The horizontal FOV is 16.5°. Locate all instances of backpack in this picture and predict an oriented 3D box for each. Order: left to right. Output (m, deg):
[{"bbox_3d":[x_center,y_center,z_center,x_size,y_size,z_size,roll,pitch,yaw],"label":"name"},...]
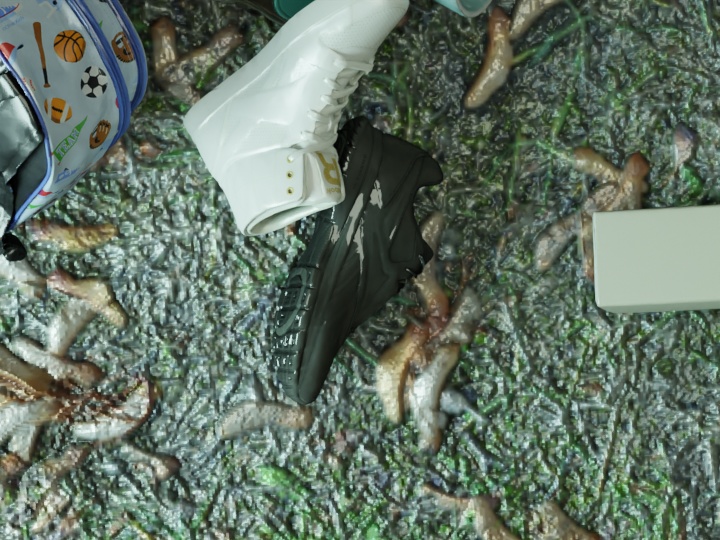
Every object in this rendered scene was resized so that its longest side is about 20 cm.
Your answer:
[{"bbox_3d":[-0.226,-0.129,1.608,0.154,0.190,0.200,-42,97,-21],"label":"backpack"}]

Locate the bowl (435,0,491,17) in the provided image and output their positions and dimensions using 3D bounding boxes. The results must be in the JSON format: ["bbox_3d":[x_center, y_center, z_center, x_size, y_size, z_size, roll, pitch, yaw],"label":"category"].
[{"bbox_3d":[0.043,-0.276,1.654,0.104,0.201,0.202,12,90,15],"label":"bowl"}]

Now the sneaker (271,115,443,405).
[{"bbox_3d":[0.000,0.000,1.706,0.090,0.076,0.201,18,93,-17],"label":"sneaker"}]

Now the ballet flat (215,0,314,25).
[{"bbox_3d":[-0.072,-0.207,1.667,0.199,0.064,0.068,8,109,-49],"label":"ballet flat"}]

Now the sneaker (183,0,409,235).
[{"bbox_3d":[-0.023,-0.103,1.645,0.200,0.073,0.116,-39,67,33],"label":"sneaker"}]

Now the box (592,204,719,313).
[{"bbox_3d":[0.263,-0.010,1.699,0.199,0.082,0.069,-3,85,14],"label":"box"}]
